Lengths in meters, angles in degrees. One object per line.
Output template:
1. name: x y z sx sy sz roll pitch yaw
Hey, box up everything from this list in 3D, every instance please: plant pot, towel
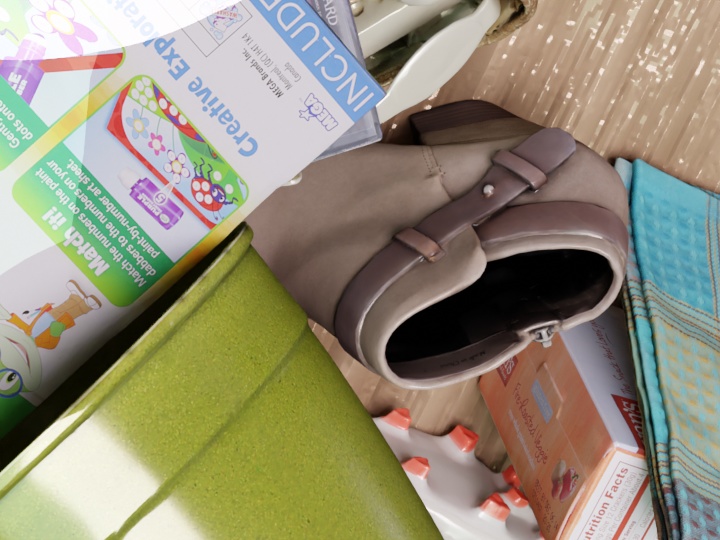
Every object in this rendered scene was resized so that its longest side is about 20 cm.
1. plant pot: -0.048 0.122 0.957 0.200 0.200 0.193 -41 96 10
2. towel: 0.165 0.048 1.064 0.146 0.200 0.022 18 131 -20

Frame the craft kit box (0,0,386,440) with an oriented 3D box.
1. craft kit box: -0.127 -0.063 0.893 0.197 0.049 0.200 -42 115 -3

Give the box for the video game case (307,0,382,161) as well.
1. video game case: -0.100 -0.085 0.956 0.199 0.019 0.143 -18 102 -19

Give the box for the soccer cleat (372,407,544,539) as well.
1. soccer cleat: 0.060 0.125 1.153 0.200 0.069 0.078 30 110 -26

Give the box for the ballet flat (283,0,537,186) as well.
1. ballet flat: -0.022 -0.072 1.032 0.200 0.065 0.071 -33 144 7

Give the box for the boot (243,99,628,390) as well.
1. boot: 0.000 0.000 1.031 0.200 0.146 0.070 -26 119 2

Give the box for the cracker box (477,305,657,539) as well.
1. cracker box: 0.156 0.084 1.113 0.200 0.134 0.058 20 112 -19
